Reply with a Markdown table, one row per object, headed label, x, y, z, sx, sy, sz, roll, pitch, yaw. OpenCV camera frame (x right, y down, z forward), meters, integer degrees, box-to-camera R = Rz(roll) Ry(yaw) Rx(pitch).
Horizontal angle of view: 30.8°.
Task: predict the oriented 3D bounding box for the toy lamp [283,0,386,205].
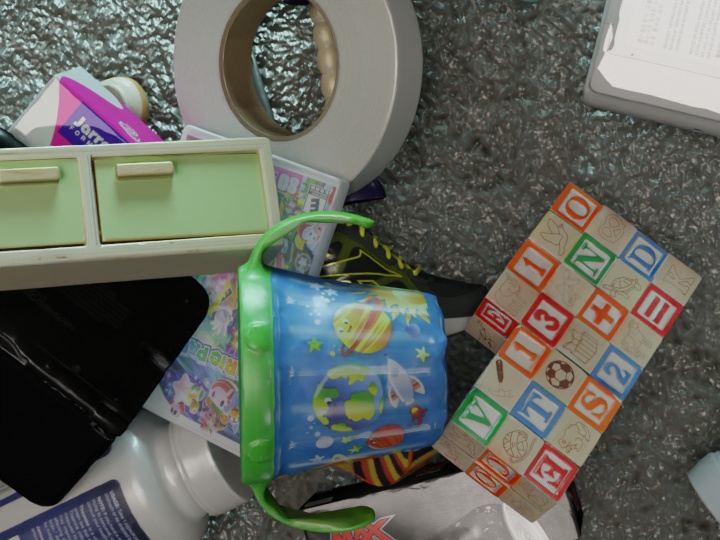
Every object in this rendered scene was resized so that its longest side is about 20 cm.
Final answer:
| label | x | y | z | sx | sy | sz | roll | pitch | yaw |
| --- | --- | --- | --- | --- | --- | --- | --- | --- | --- |
| toy lamp | -0.022 | -0.150 | 0.965 | 0.057 | 0.058 | 0.203 | -9 | 90 | 11 |

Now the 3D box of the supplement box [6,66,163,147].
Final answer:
| label | x | y | z | sx | sy | sz | roll | pitch | yaw |
| --- | --- | --- | --- | --- | --- | --- | --- | --- | --- |
| supplement box | -0.237 | -0.038 | 0.948 | 0.101 | 0.103 | 0.200 | 40 | 96 | -9 |

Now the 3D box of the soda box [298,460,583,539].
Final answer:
| label | x | y | z | sx | sy | sz | roll | pitch | yaw |
| --- | --- | --- | --- | --- | --- | --- | --- | --- | --- |
| soda box | 0.060 | 0.180 | 0.960 | 0.198 | 0.063 | 0.072 | -15 | 90 | 12 |

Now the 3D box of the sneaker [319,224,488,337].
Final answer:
| label | x | y | z | sx | sy | sz | roll | pitch | yaw |
| --- | --- | --- | --- | --- | --- | --- | --- | --- | --- |
| sneaker | 0.000 | 0.000 | 0.945 | 0.197 | 0.074 | 0.086 | 7 | 95 | -3 |

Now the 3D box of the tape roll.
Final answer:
| label | x | y | z | sx | sy | sz | roll | pitch | yaw |
| --- | --- | --- | --- | --- | --- | --- | --- | --- | --- |
| tape roll | -0.049 | -0.147 | 0.929 | 0.201 | 0.037 | 0.206 | 6 | 102 | 33 |

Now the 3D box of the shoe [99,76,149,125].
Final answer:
| label | x | y | z | sx | sy | sz | roll | pitch | yaw |
| --- | --- | --- | --- | --- | --- | --- | --- | --- | --- |
| shoe | -0.243 | -0.074 | 1.013 | 0.200 | 0.053 | 0.070 | -42 | 85 | 10 |

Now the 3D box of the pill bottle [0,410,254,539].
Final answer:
| label | x | y | z | sx | sy | sz | roll | pitch | yaw |
| --- | --- | --- | --- | --- | --- | --- | --- | --- | --- |
| pill bottle | -0.183 | 0.174 | 0.984 | 0.198 | 0.111 | 0.112 | -26 | 88 | 11 |

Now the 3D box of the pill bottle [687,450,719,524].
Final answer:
| label | x | y | z | sx | sy | sz | roll | pitch | yaw |
| --- | --- | --- | --- | --- | --- | --- | --- | --- | --- |
| pill bottle | 0.326 | 0.109 | 0.878 | 0.200 | 0.116 | 0.116 | -43 | 84 | 10 |

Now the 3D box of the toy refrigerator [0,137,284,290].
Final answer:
| label | x | y | z | sx | sy | sz | roll | pitch | yaw |
| --- | --- | --- | --- | --- | --- | --- | --- | --- | --- |
| toy refrigerator | -0.154 | -0.037 | 0.842 | 0.197 | 0.070 | 0.077 | -4 | 77 | -19 |

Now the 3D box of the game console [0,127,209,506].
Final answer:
| label | x | y | z | sx | sy | sz | roll | pitch | yaw |
| --- | --- | --- | --- | --- | --- | --- | --- | --- | --- |
| game console | -0.236 | 0.035 | 0.903 | 0.199 | 0.116 | 0.177 | 38 | 68 | -10 |

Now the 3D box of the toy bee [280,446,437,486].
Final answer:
| label | x | y | z | sx | sy | sz | roll | pitch | yaw |
| --- | --- | --- | --- | --- | --- | --- | --- | --- | --- |
| toy bee | -0.020 | 0.108 | 0.963 | 0.129 | 0.200 | 0.110 | -10 | 123 | -22 |

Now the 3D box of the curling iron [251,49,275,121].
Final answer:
| label | x | y | z | sx | sy | sz | roll | pitch | yaw |
| --- | --- | --- | --- | --- | --- | --- | --- | --- | --- |
| curling iron | -0.075 | -0.074 | 0.993 | 0.049 | 0.026 | 0.203 | -8 | 91 | 8 |

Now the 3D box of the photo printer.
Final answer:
| label | x | y | z | sx | sy | sz | roll | pitch | yaw |
| --- | --- | --- | --- | --- | --- | --- | --- | --- | --- |
| photo printer | 0.267 | -0.174 | 0.899 | 0.197 | 0.069 | 0.169 | 14 | 95 | 10 |

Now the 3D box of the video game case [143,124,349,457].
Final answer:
| label | x | y | z | sx | sy | sz | roll | pitch | yaw |
| --- | --- | --- | --- | --- | --- | --- | --- | --- | --- |
| video game case | -0.099 | 0.012 | 0.925 | 0.142 | 0.018 | 0.202 | 21 | 94 | 29 |

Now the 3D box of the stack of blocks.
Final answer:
| label | x | y | z | sx | sy | sz | roll | pitch | yaw |
| --- | --- | --- | --- | --- | --- | --- | --- | --- | --- |
| stack of blocks | 0.130 | 0.053 | 0.892 | 0.115 | 0.059 | 0.201 | 36 | 65 | 6 |

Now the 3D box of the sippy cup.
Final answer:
| label | x | y | z | sx | sy | sz | roll | pitch | yaw |
| --- | --- | --- | --- | --- | --- | --- | --- | --- | --- |
| sippy cup | -0.013 | 0.064 | 0.825 | 0.128 | 0.141 | 0.179 | -2 | 133 | -6 |

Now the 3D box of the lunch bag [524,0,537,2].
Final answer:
| label | x | y | z | sx | sy | sz | roll | pitch | yaw |
| --- | --- | --- | --- | --- | --- | --- | --- | --- | --- |
| lunch bag | 0.043 | -0.276 | 0.889 | 0.198 | 0.170 | 0.123 | 21 | 91 | 11 |
